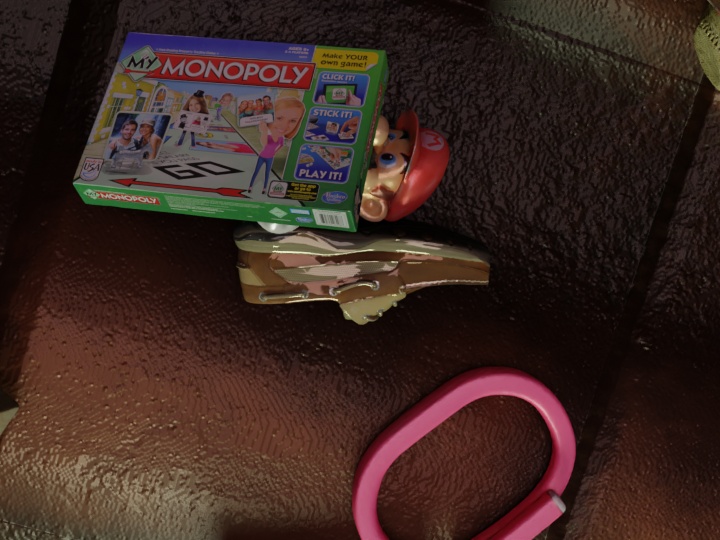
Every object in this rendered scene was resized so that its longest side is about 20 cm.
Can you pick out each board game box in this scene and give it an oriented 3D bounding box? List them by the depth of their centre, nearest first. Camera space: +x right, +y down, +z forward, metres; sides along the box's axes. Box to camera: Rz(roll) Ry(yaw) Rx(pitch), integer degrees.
[{"bbox_3d":[-0.088,-0.101,0.675,0.196,0.029,0.137,6,63,11],"label":"board game box"}]

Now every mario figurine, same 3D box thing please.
[{"bbox_3d":[-0.031,-0.093,0.707,0.196,0.106,0.126,0,96,-4],"label":"mario figurine"}]

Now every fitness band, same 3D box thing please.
[{"bbox_3d":[0.086,0.170,0.789,0.199,0.037,0.144,-37,100,-1],"label":"fitness band"}]

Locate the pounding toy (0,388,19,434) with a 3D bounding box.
[{"bbox_3d":[-0.351,0.120,0.681,0.183,0.200,0.143,37,93,5],"label":"pounding toy"}]

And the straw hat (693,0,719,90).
[{"bbox_3d":[0.305,-0.177,0.732,0.198,0.203,0.086,17,140,-8],"label":"straw hat"}]

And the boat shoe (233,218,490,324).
[{"bbox_3d":[0.000,0.000,0.744,0.196,0.076,0.075,5,103,2],"label":"boat shoe"}]
